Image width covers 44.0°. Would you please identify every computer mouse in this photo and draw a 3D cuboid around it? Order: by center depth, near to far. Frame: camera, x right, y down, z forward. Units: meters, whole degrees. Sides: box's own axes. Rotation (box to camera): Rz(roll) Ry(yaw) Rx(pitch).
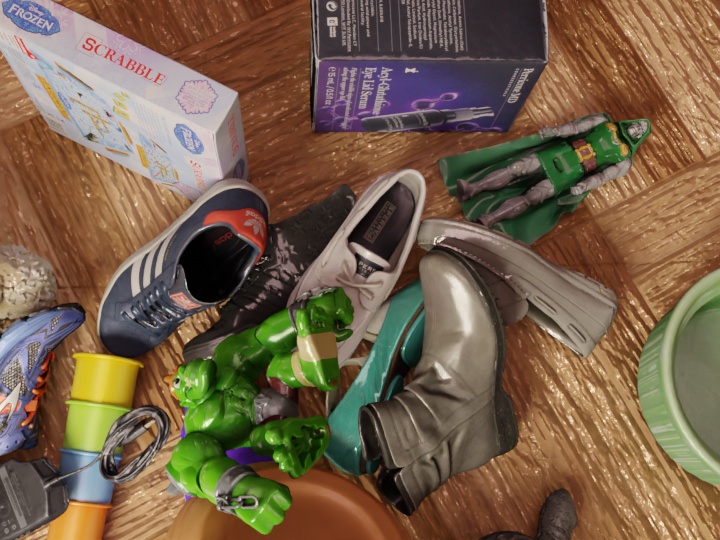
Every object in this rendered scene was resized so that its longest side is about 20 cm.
[{"bbox_3d":[-0.225,0.158,0.693,0.200,0.034,0.059,-27,78,16],"label":"computer mouse"}]

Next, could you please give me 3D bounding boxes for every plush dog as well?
[{"bbox_3d":[-0.369,0.023,0.706,0.200,0.172,0.161,19,75,1],"label":"plush dog"}]

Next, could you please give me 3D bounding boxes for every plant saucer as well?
[{"bbox_3d":[-0.042,0.214,0.639,0.200,0.037,0.200,14,37,-11],"label":"plant saucer"}]

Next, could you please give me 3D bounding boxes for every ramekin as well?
[{"bbox_3d":[0.341,0.097,0.771,0.200,0.098,0.200,1,75,-3],"label":"ramekin"}]

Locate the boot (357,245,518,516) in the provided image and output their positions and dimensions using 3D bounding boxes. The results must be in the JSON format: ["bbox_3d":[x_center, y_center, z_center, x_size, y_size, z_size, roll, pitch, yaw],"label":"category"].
[{"bbox_3d":[0.054,0.092,0.721,0.130,0.068,0.200,-23,106,-29],"label":"boot"}]

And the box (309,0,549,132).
[{"bbox_3d":[0.054,-0.201,0.808,0.200,0.148,0.105,-1,75,-3],"label":"box"}]

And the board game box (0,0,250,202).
[{"bbox_3d":[-0.191,-0.132,0.747,0.199,0.200,0.041,27,74,3],"label":"board game box"}]

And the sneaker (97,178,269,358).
[{"bbox_3d":[-0.150,0.015,0.730,0.075,0.085,0.200,31,113,-29],"label":"sneaker"}]

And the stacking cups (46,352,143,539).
[{"bbox_3d":[-0.225,0.170,0.734,0.060,0.061,0.200,7,75,-2],"label":"stacking cups"}]

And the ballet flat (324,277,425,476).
[{"bbox_3d":[0.016,0.076,0.776,0.070,0.067,0.200,19,72,19],"label":"ballet flat"}]

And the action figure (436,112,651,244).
[{"bbox_3d":[0.187,-0.098,0.838,0.200,0.055,0.118,-26,83,-11],"label":"action figure"}]

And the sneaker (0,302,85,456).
[{"bbox_3d":[-0.291,0.110,0.742,0.078,0.075,0.200,39,92,-4],"label":"sneaker"}]

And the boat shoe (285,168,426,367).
[{"bbox_3d":[0.000,0.000,0.747,0.072,0.066,0.200,36,70,-7],"label":"boat shoe"}]

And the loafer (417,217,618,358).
[{"bbox_3d":[0.135,0.014,0.781,0.200,0.070,0.070,26,84,-12],"label":"loafer"}]

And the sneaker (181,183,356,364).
[{"bbox_3d":[-0.079,0.004,0.791,0.200,0.060,0.104,-24,81,-16],"label":"sneaker"}]

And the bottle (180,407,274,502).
[{"bbox_3d":[-0.106,0.177,0.737,0.083,0.065,0.200,-13,76,-14],"label":"bottle"}]

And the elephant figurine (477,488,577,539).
[{"bbox_3d":[0.101,0.267,0.696,0.141,0.155,0.200,2,76,10],"label":"elephant figurine"}]

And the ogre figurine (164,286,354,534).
[{"bbox_3d":[-0.078,0.101,0.658,0.120,0.098,0.200,-15,58,30],"label":"ogre figurine"}]
